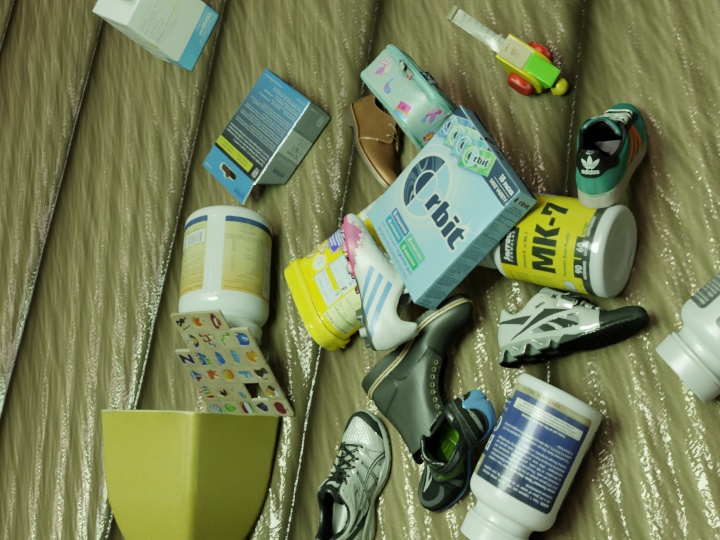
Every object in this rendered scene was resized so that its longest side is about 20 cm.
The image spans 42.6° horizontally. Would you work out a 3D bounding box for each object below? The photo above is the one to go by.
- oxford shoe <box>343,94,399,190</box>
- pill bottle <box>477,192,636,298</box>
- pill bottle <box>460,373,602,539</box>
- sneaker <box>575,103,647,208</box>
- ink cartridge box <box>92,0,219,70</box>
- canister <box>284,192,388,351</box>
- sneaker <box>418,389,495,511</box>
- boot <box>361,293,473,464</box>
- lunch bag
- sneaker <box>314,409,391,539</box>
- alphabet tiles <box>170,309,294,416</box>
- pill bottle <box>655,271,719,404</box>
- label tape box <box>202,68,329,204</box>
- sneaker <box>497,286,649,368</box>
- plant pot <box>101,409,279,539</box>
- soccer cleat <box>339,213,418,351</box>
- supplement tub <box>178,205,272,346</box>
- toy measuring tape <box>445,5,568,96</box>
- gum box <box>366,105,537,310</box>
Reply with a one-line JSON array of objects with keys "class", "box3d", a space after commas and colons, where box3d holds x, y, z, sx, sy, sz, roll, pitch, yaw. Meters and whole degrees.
[{"class": "oxford shoe", "box3d": [0.033, -0.197, 1.414, 0.070, 0.071, 0.203, -29, 56, 16]}, {"class": "pill bottle", "box3d": [0.239, -0.038, 1.177, 0.197, 0.114, 0.117, 12, 78, 38]}, {"class": "pill bottle", "box3d": [0.197, 0.236, 1.098, 0.110, 0.111, 0.203, 24, 86, 38]}, {"class": "sneaker", "box3d": [0.313, -0.165, 1.147, 0.070, 0.081, 0.201, 3, 40, 26]}, {"class": "ink cartridge box", "box3d": [-0.393, -0.493, 1.744, 0.127, 0.199, 0.127, 27, 88, 38]}, {"class": "canister", "box3d": [0.000, 0.000, 1.348, 0.199, 0.086, 0.150, -37, 55, 16]}, {"class": "sneaker", "box3d": [0.103, 0.226, 1.151, 0.071, 0.081, 0.202, 55, 143, 37]}, {"class": "boot", "box3d": [0.107, 0.144, 1.233, 0.201, 0.077, 0.139, -50, 57, 22]}, {"class": "lunch bag", "box3d": [0.091, -0.225, 1.298, 0.077, 0.199, 0.162, -40, 52, 11]}, {"class": "sneaker", "box3d": [-0.013, 0.284, 1.244, 0.074, 0.087, 0.204, -7, 67, 34]}, {"class": "alphabet tiles", "box3d": [-0.203, 0.142, 1.382, 0.164, 0.203, 0.008, -5, 33, 33]}, {"class": "pill bottle", "box3d": [0.425, 0.049, 1.012, 0.200, 0.110, 0.111, -45, 53, 12]}, {"class": "label tape box", "box3d": [-0.162, -0.219, 1.562, 0.143, 0.066, 0.202, 41, 100, 39]}, {"class": "sneaker", "box3d": [0.257, 0.056, 1.151, 0.197, 0.074, 0.090, -16, 65, 29]}, {"class": "plant pot", "box3d": [-0.250, 0.308, 1.345, 0.191, 0.194, 0.205, -4, 80, 33]}, {"class": "soccer cleat", "box3d": [0.028, 0.011, 1.245, 0.084, 0.070, 0.204, -15, 66, 5]}, {"class": "supplement tub", "box3d": [-0.212, 0.016, 1.452, 0.142, 0.144, 0.204, -13, 65, 30]}, {"class": "toy measuring tape", "box3d": [0.208, -0.305, 1.307, 0.198, 0.074, 0.074, 35, 92, 9]}, {"class": "gum box", "box3d": [0.112, -0.082, 1.198, 0.200, 0.044, 0.172, -47, 48, 23]}]
